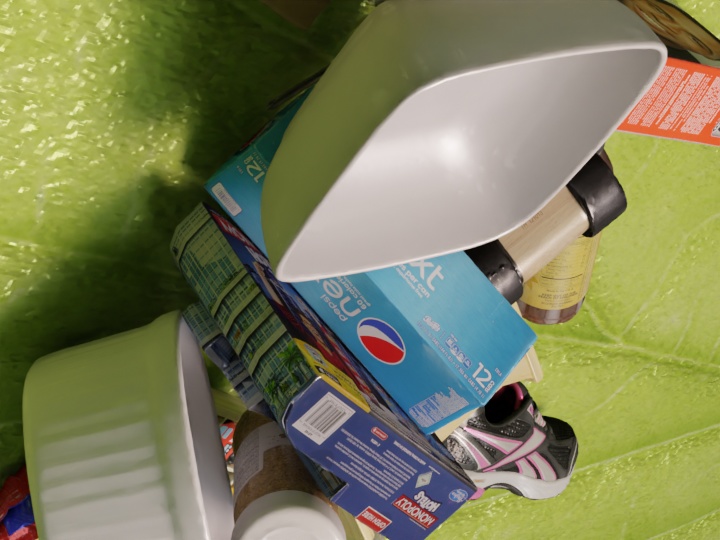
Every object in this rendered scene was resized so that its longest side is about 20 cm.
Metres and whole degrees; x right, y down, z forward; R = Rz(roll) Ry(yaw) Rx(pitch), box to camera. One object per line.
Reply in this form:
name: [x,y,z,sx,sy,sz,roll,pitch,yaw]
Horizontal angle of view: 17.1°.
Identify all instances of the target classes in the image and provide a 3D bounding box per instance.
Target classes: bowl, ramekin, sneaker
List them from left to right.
ramekin: [-0.131,0.130,1.399,0.097,0.202,0.201,-10,147,1]
bowl: [0.045,-0.083,1.294,0.199,0.075,0.200,-11,152,-37]
sneaker: [0.115,0.123,1.836,0.199,0.080,0.087,-2,119,-58]

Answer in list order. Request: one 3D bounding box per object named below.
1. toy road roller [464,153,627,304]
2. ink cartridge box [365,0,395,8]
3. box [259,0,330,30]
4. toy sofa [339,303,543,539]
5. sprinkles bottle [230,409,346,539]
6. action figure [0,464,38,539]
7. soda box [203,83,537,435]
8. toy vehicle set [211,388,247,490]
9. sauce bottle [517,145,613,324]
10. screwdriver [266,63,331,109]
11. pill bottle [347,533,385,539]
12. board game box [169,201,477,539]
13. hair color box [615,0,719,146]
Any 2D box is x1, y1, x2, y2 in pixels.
toy road roller: [0.066,-0.059,1.527,0.123,0.146,0.200,-38,-173,-13]
ink cartridge box: [0.071,-0.207,1.307,0.146,0.083,0.199,-55,151,17]
box: [-0.029,-0.223,1.266,0.164,0.021,0.200,-49,152,7]
toy sofa: [0.023,0.089,1.650,0.200,0.097,0.083,-40,123,-27]
sprinkles bottle: [-0.046,0.138,1.454,0.068,0.068,0.200,-51,-167,11]
action figure: [-0.240,0.178,1.474,0.200,0.052,0.066,-37,147,-20]
soda box: [0.007,-0.005,1.393,0.068,0.200,0.064,-47,-171,-37]
toy vehicle set: [-0.117,0.139,1.601,0.124,0.027,0.200,-50,151,8]
sauce bottle: [0.141,-0.050,1.663,0.064,0.065,0.201,-27,145,-30]
screwdriver: [0.022,-0.145,1.428,0.199,0.028,0.029,-34,178,-16]
pill bottle: [-0.052,0.279,1.771,0.200,0.116,0.116,-39,150,-12]
board game box: [-0.042,0.049,1.422,0.062,0.200,0.200,-42,142,6]
hair color box: [0.168,-0.138,1.547,0.199,0.102,0.061,3,126,-55]
